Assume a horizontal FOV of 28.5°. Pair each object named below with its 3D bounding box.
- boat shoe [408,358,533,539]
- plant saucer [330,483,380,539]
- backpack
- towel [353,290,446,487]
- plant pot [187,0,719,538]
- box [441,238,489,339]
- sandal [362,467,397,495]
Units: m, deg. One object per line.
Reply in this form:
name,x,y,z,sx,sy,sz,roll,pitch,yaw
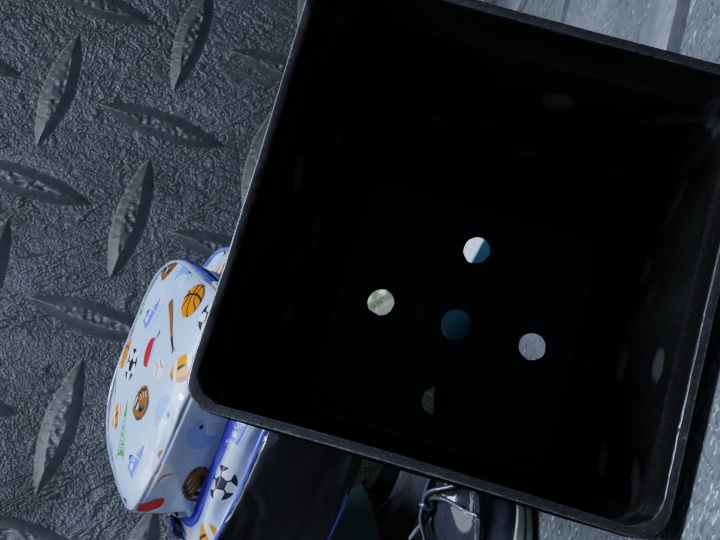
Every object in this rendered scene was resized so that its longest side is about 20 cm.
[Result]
boat shoe,0.058,0.126,0.770,0.075,0.062,0.201,119,166,-49
plant saucer,-0.044,0.242,1.078,0.200,0.036,0.202,-22,65,61
backpack,-0.070,0.078,0.860,0.201,0.153,0.190,-61,20,6
towel,-0.031,0.082,0.972,0.199,0.149,0.036,-33,-22,7
plant pot,0.050,0.009,0.661,0.178,0.198,0.202,89,-163,-75
box,0.058,-0.016,0.992,0.082,0.049,0.201,51,136,26
sandal,0.010,0.135,1.241,0.201,0.048,0.076,-116,44,-62
